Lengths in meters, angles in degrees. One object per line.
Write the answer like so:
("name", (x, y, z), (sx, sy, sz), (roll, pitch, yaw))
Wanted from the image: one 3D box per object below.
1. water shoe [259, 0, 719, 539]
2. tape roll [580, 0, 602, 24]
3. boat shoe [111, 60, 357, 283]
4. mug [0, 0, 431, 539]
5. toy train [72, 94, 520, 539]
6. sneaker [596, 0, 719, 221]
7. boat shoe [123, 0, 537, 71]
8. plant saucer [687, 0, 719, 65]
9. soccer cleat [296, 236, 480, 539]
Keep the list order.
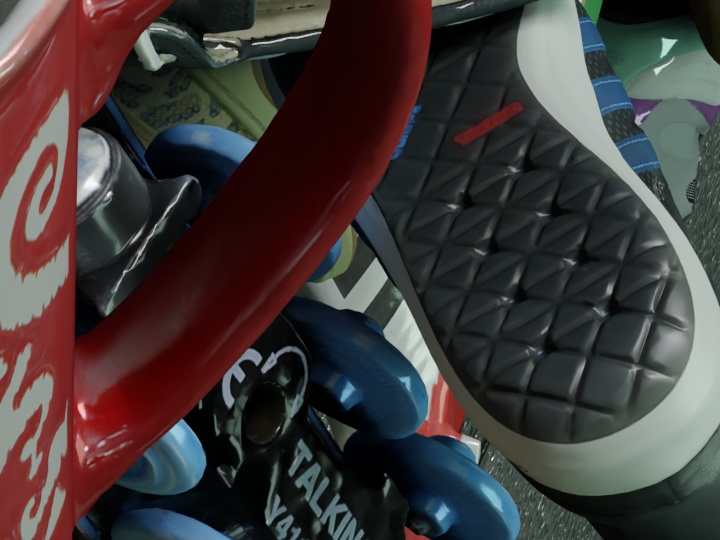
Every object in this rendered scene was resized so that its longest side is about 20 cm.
("water shoe", (0.031, -0.016, 0.632), (0.079, 0.071, 0.200), (57, 11, -45))
("tape roll", (0.035, -0.094, 0.952), (0.200, 0.048, 0.201), (18, 90, -74))
("boat shoe", (-0.052, -0.042, 0.712), (0.063, 0.073, 0.200), (-33, 152, -1))
("mug", (-0.084, 0.009, 0.469), (0.200, 0.177, 0.134), (94, 5, -51))
("toy train", (-0.045, 0.037, 0.647), (0.087, 0.114, 0.200), (-58, 139, -25))
("sneaker", (0.126, -0.071, 1.243), (0.200, 0.078, 0.140), (-28, 136, -54))
("boat shoe", (-0.032, -0.072, 0.565), (0.200, 0.060, 0.076), (-17, 144, -22))
("plant saucer", (0.132, -0.153, 1.090), (0.200, 0.035, 0.200), (-14, 90, -86))
("soccer cleat", (0.000, 0.000, 0.856), (0.069, 0.085, 0.200), (-65, 159, -63))
